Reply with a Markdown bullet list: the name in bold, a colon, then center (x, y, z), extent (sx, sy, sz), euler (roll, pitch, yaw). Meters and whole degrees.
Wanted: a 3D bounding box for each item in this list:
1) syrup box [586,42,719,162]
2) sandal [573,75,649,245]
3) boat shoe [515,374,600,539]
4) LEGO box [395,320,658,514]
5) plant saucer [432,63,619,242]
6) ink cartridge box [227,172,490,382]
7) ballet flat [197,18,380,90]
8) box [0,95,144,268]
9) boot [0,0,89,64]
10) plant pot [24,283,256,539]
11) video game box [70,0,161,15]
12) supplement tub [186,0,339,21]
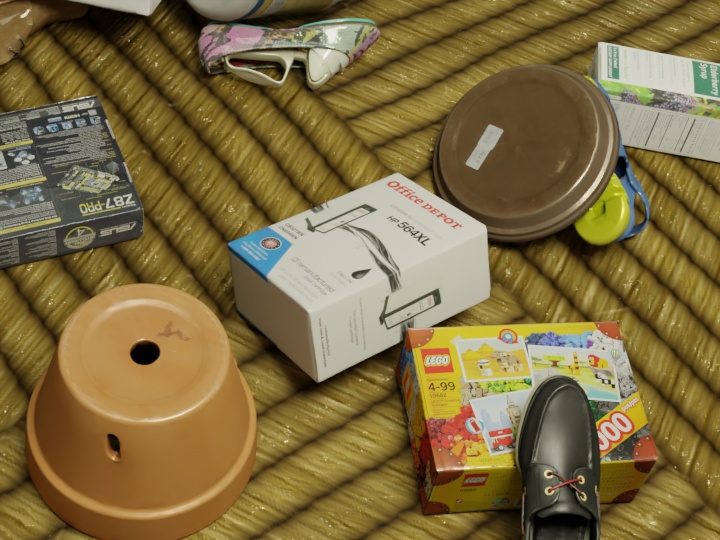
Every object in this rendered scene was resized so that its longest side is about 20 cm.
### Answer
- **syrup box**: center (0.349, -0.182, 1.493), extent (0.199, 0.082, 0.079), euler (10, 51, -1)
- **sandal**: center (0.248, -0.109, 1.409), extent (0.087, 0.079, 0.201), euler (19, 55, -45)
- **boat shoe**: center (0.165, 0.187, 1.107), extent (0.073, 0.063, 0.203), euler (5, 87, -10)
- **LEGO box**: center (0.144, 0.128, 1.209), extent (0.199, 0.077, 0.150), euler (-2, 53, -12)
- **plant saucer**: center (0.163, -0.125, 1.381), extent (0.199, 0.029, 0.201), euler (-9, 65, 21)
- **ink cartridge box**: center (0.000, 0.000, 1.255), extent (0.199, 0.085, 0.146), euler (-25, 38, -26)
- **ballet flat**: center (-0.077, -0.232, 1.474), extent (0.199, 0.069, 0.072), euler (-1, 70, -6)
- **box**: center (-0.327, -0.084, 1.313), extent (0.199, 0.049, 0.162), euler (-15, 54, -21)
- **boot**: center (-0.375, -0.253, 1.443), extent (0.199, 0.074, 0.076), euler (-19, 87, -29)
- **plant pot**: center (-0.181, 0.106, 1.128), extent (0.199, 0.140, 0.201), euler (4, 51, -6)
- **video game box**: center (-0.296, -0.336, 1.474), extent (0.181, 0.047, 0.200), euler (12, 25, -3)
- **supplement tub**: center (-0.092, -0.352, 1.486), extent (0.199, 0.145, 0.145), euler (-16, 54, -44)
